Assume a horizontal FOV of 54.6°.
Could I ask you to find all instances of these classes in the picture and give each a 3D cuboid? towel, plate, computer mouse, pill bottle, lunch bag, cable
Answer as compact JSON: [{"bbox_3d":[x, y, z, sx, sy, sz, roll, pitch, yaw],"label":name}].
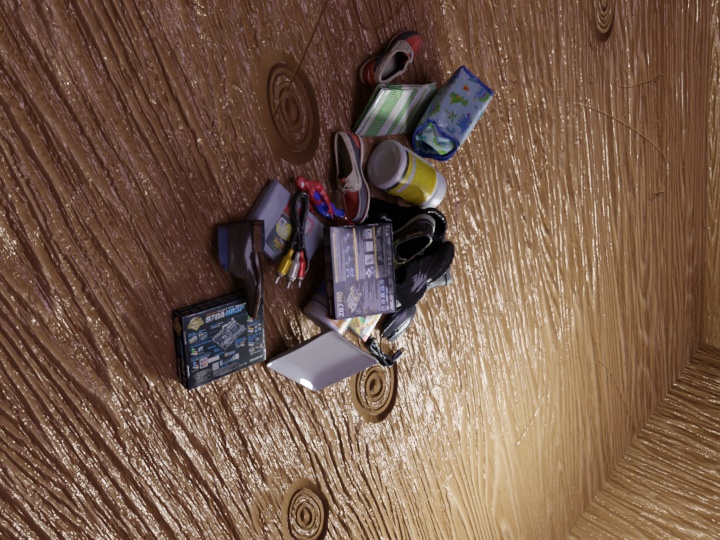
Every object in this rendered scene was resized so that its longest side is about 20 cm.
[{"bbox_3d":[0.079,-0.369,1.602,0.197,0.024,0.153,-17,152,-42],"label":"towel"},{"bbox_3d":[-0.088,0.204,1.619,0.197,0.033,0.199,-28,141,23],"label":"plate"},{"bbox_3d":[0.106,0.166,1.864,0.201,0.045,0.142,-51,133,-20],"label":"computer mouse"},{"bbox_3d":[0.116,-0.224,1.680,0.198,0.113,0.117,21,91,-46],"label":"pill bottle"},{"bbox_3d":[-0.036,0.045,1.628,0.202,0.111,0.112,-55,135,-13],"label":"pill bottle"},{"bbox_3d":[0.209,-0.364,1.679,0.126,0.200,0.172,37,78,-11],"label":"lunch bag"},{"bbox_3d":[-0.126,-0.062,1.490,0.096,0.050,0.205,11,99,-47],"label":"cable"}]

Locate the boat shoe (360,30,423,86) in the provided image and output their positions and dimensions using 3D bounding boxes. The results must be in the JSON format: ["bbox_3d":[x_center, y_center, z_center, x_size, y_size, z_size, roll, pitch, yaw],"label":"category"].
[{"bbox_3d":[0.083,-0.479,1.578,0.199,0.062,0.072,-42,129,-28],"label":"boat shoe"}]

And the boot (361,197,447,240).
[{"bbox_3d":[0.096,-0.123,1.663,0.208,0.156,0.082,-1,103,-45],"label":"boot"}]

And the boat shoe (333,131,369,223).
[{"bbox_3d":[-0.024,-0.207,1.550,0.062,0.070,0.207,-1,86,-54],"label":"boat shoe"}]

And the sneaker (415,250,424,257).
[{"bbox_3d":[0.150,-0.029,1.818,0.201,0.070,0.114,-53,139,-28],"label":"sneaker"}]

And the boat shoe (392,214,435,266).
[{"bbox_3d":[0.096,-0.054,1.632,0.071,0.200,0.062,30,43,-23],"label":"boat shoe"}]

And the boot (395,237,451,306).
[{"bbox_3d":[0.125,-0.010,1.740,0.195,0.065,0.169,-19,105,-16],"label":"boot"}]

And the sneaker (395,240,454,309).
[{"bbox_3d":[0.148,-0.005,1.679,0.091,0.076,0.200,45,79,-10],"label":"sneaker"}]

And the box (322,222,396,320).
[{"bbox_3d":[0.000,0.000,1.557,0.157,0.049,0.207,-6,94,-28],"label":"box"}]

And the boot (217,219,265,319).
[{"bbox_3d":[-0.244,-0.003,1.418,0.094,0.075,0.207,3,100,-5],"label":"boot"}]

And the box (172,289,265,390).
[{"bbox_3d":[-0.289,0.138,1.453,0.197,0.045,0.164,-19,117,-40],"label":"box"}]

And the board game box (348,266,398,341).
[{"bbox_3d":[0.023,0.058,1.747,0.126,0.034,0.203,43,73,-44],"label":"board game box"}]

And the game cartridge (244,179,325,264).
[{"bbox_3d":[-0.162,-0.084,1.509,0.135,0.040,0.200,-57,136,-8],"label":"game cartridge"}]

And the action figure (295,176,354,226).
[{"bbox_3d":[-0.084,-0.144,1.544,0.200,0.064,0.053,48,55,-44],"label":"action figure"}]
